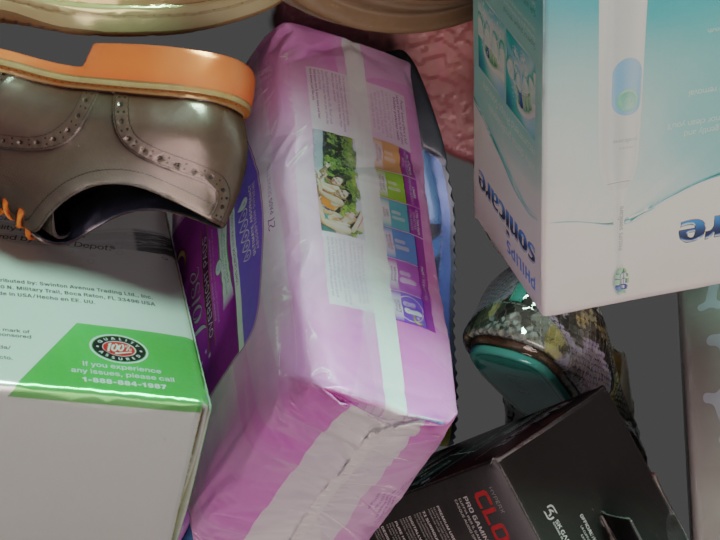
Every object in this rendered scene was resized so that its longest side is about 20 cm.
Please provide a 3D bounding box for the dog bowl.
[{"bbox_3d":[0.175,0.085,1.163,0.058,0.200,0.201,-3,120,6],"label":"dog bowl"}]

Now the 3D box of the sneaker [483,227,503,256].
[{"bbox_3d":[0.144,-0.065,1.111,0.199,0.075,0.116,-21,155,0],"label":"sneaker"}]

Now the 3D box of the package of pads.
[{"bbox_3d":[-0.023,0.013,1.035,0.075,0.201,0.121,15,135,-25],"label":"package of pads"}]

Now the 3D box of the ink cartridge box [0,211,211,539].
[{"bbox_3d":[-0.149,0.024,1.053,0.145,0.200,0.084,6,120,-15],"label":"ink cartridge box"}]

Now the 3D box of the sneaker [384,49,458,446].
[{"bbox_3d":[0.000,0.000,1.147,0.078,0.066,0.201,-7,120,-9],"label":"sneaker"}]

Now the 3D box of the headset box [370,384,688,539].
[{"bbox_3d":[0.071,0.147,1.122,0.077,0.200,0.149,-30,92,-36],"label":"headset box"}]

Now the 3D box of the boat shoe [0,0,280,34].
[{"bbox_3d":[-0.124,-0.135,1.036,0.199,0.071,0.065,0,112,-13],"label":"boat shoe"}]

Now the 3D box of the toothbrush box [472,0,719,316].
[{"bbox_3d":[0.122,-0.097,0.963,0.146,0.085,0.201,-11,121,-13],"label":"toothbrush box"}]

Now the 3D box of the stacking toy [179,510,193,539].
[{"bbox_3d":[-0.052,0.140,1.210,0.200,0.085,0.085,32,108,-30],"label":"stacking toy"}]

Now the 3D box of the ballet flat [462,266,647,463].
[{"bbox_3d":[0.098,0.053,1.187,0.072,0.072,0.201,-24,148,2],"label":"ballet flat"}]

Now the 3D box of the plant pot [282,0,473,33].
[{"bbox_3d":[0.034,-0.188,0.999,0.200,0.093,0.202,-7,105,-26],"label":"plant pot"}]

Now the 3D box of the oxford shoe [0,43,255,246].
[{"bbox_3d":[-0.142,-0.049,1.026,0.199,0.071,0.073,0,78,15],"label":"oxford shoe"}]
